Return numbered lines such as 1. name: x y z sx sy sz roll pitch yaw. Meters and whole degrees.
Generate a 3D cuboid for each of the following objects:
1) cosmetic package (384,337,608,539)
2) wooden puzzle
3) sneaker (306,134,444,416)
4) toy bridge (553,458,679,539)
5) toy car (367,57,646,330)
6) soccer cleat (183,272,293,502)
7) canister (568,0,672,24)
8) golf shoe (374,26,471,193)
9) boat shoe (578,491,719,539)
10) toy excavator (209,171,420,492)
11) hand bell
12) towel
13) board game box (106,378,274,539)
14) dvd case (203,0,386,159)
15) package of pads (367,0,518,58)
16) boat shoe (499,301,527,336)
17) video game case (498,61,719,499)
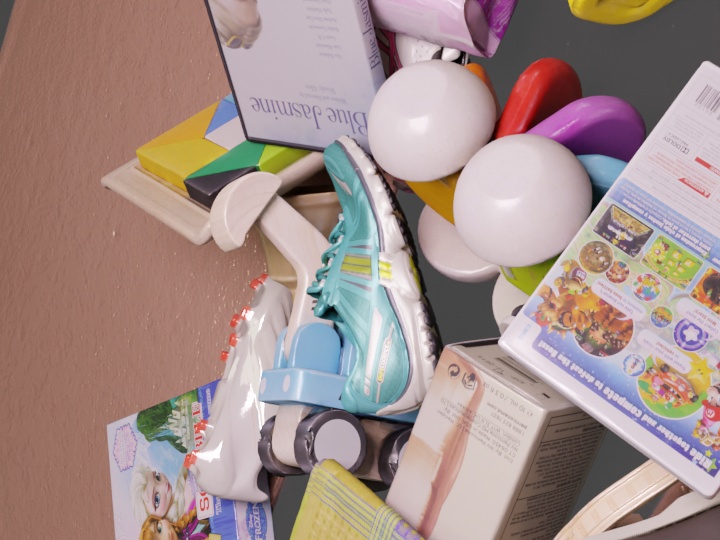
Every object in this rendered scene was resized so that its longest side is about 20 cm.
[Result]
1. cosmetic package: 0.078 0.152 0.940 0.087 0.103 0.202 31 109 33
2. wooden puzzle: -0.094 -0.099 1.133 0.199 0.184 0.038 24 143 54
3. sneaker: 0.000 0.000 0.966 0.079 0.078 0.202 -16 65 6
4. toy bridge: 0.152 0.164 0.886 0.201 0.067 0.027 -54 49 31
5. toy car: 0.110 -0.057 0.912 0.150 0.176 0.200 -40 53 -8
6. soccer cleat: -0.081 0.091 1.186 0.069 0.077 0.202 152 138 -74
7. canister: 0.168 -0.275 0.902 0.148 0.086 0.203 -31 64 44
8. golf shoe: 0.045 -0.163 1.055 0.092 0.072 0.202 -27 73 37
9. boat shoe: 0.147 0.181 0.799 0.061 0.199 0.072 57 160 34
10. toy excavator: -0.026 0.047 1.029 0.100 0.192 0.203 164 117 -65
11. hand bell: -0.043 0.037 1.140 0.104 0.103 0.203 6 102 50
12. towel: 0.011 0.223 0.907 0.199 0.023 0.145 32 107 44
13. board game box: -0.151 0.214 1.268 0.199 0.041 0.203 -25 67 47
14. dvd case: -0.051 -0.172 1.005 0.141 0.018 0.202 11 130 36
15. package of pads: 0.022 -0.232 1.009 0.198 0.076 0.122 21 77 26
16. boat shoe: 0.174 0.057 0.819 0.198 0.074 0.061 23 72 28
17. video game case: 0.189 0.001 0.787 0.143 0.018 0.201 35 84 21
